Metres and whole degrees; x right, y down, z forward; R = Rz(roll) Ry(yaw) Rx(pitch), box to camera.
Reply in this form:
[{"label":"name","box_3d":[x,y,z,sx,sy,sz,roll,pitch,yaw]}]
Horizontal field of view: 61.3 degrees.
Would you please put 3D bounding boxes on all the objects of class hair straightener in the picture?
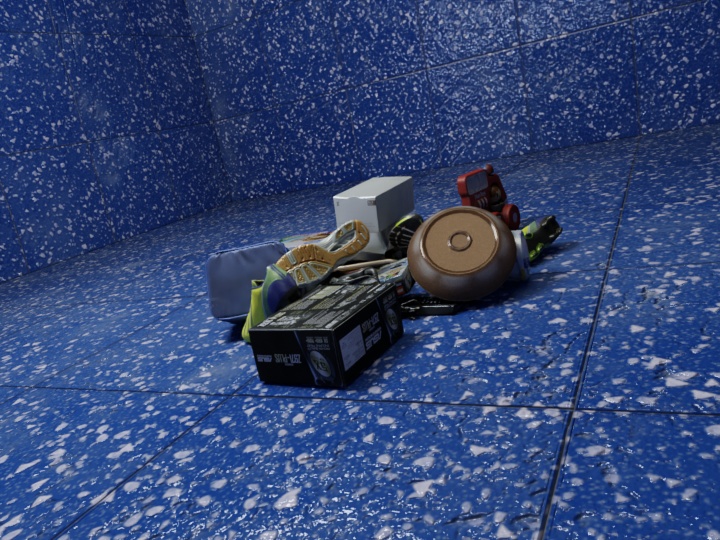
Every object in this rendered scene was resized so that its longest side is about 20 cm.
[{"label":"hair straightener","box_3d":[-0.040,0.030,1.095,0.197,0.042,0.076,-7,20,48]}]

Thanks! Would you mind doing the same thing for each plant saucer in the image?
[{"label":"plant saucer","box_3d":[0.176,-0.043,1.075,0.194,0.037,0.205,-7,54,10]}]

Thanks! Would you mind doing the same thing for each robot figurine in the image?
[{"label":"robot figurine","box_3d":[0.028,-0.088,1.523,0.196,0.116,0.169,-10,-31,34]}]

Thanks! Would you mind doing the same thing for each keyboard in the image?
[{"label":"keyboard","box_3d":[0.092,0.053,1.092,0.195,0.041,0.104,-5,15,32]}]

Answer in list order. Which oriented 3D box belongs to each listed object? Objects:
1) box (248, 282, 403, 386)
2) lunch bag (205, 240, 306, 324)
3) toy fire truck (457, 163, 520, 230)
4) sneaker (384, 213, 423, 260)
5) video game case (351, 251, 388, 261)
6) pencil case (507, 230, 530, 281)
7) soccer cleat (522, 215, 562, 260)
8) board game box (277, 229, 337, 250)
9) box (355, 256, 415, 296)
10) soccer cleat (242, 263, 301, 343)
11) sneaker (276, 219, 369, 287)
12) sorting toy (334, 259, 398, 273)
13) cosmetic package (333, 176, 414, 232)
[{"label":"box","box_3d":[-0.048,0.094,0.948,0.160,0.089,0.199,-3,16,32]},{"label":"lunch bag","box_3d":[-0.207,0.033,1.199,0.194,0.140,0.132,-9,-12,9]},{"label":"toy fire truck","box_3d":[0.309,-0.170,1.502,0.110,0.173,0.198,1,19,42]},{"label":"sneaker","box_3d":[0.099,-0.086,1.355,0.072,0.083,0.200,19,-22,-4]},{"label":"video game case","box_3d":[-0.048,-0.024,1.435,0.195,0.024,0.181,-5,-4,28]},{"label":"pencil case","box_3d":[0.220,-0.018,1.142,0.194,0.093,0.084,-6,31,22]},{"label":"soccer cleat","box_3d":[0.337,-0.052,1.251,0.197,0.066,0.083,-27,-6,-35]},{"label":"board game box","box_3d":[-0.105,-0.053,1.342,0.194,0.042,0.199,-5,12,23]},{"label":"box","box_3d":[0.012,0.036,1.148,0.196,0.041,0.137,-21,11,22]},{"label":"soccer cleat","box_3d":[-0.168,0.059,1.069,0.064,0.084,0.200,-35,-9,-42]},{"label":"sneaker","box_3d":[-0.071,-0.018,1.132,0.196,0.077,0.088,-26,-7,-16]},{"label":"sorting toy","box_3d":[0.000,0.000,1.303,0.194,0.038,0.185,-3,-1,11]},{"label":"cosmetic package","box_3d":[0.035,-0.151,1.365,0.110,0.084,0.199,4,23,30]}]
